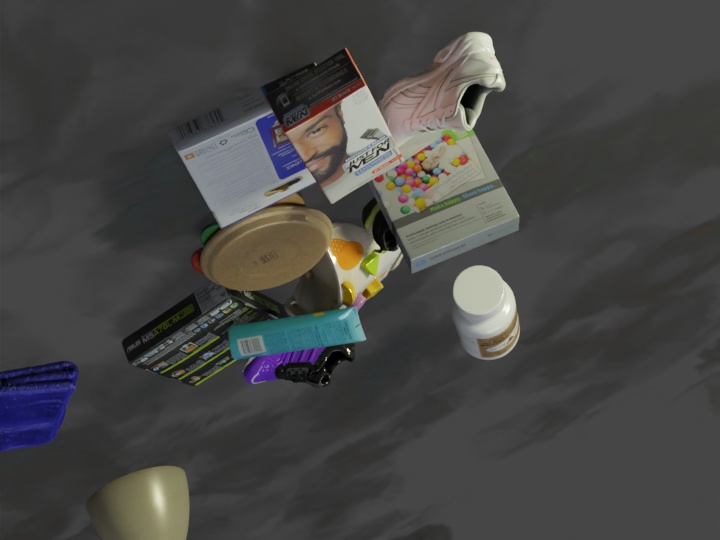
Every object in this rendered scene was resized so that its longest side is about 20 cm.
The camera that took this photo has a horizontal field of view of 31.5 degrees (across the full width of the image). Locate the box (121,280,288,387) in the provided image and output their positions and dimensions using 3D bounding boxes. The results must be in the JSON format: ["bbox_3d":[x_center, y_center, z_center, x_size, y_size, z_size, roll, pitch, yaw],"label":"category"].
[{"bbox_3d":[-0.233,0.096,1.950,0.199,0.048,0.193,-33,156,14],"label":"box"}]

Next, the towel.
[{"bbox_3d":[-0.507,0.212,1.923,0.146,0.050,0.201,-10,151,-29],"label":"towel"}]

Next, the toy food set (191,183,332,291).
[{"bbox_3d":[-0.135,-0.037,1.771,0.197,0.049,0.199,-32,150,20],"label":"toy food set"}]

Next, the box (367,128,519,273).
[{"bbox_3d":[0.096,-0.113,1.659,0.154,0.201,0.041,-21,152,-7],"label":"box"}]

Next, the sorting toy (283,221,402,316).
[{"bbox_3d":[0.000,0.000,1.942,0.179,0.107,0.201,-30,161,-34],"label":"sorting toy"}]

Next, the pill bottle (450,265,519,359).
[{"bbox_3d":[0.215,0.071,2.215,0.113,0.115,0.200,-25,154,0],"label":"pill bottle"}]

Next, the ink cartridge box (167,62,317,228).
[{"bbox_3d":[-0.118,-0.152,1.582,0.196,0.047,0.200,-26,156,-3],"label":"ink cartridge box"}]

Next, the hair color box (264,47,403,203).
[{"bbox_3d":[-0.027,-0.167,1.521,0.110,0.064,0.200,-30,154,3],"label":"hair color box"}]

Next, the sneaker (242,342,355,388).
[{"bbox_3d":[-0.098,0.156,2.115,0.198,0.100,0.070,-25,153,0],"label":"sneaker"}]

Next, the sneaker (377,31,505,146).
[{"bbox_3d":[0.097,-0.206,1.602,0.200,0.100,0.078,-39,151,28],"label":"sneaker"}]

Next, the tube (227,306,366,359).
[{"bbox_3d":[-0.095,0.094,1.888,0.198,0.051,0.078,-8,143,9],"label":"tube"}]

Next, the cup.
[{"bbox_3d":[-0.406,0.482,2.417,0.198,0.144,0.201,-19,154,-10],"label":"cup"}]

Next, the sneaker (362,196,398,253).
[{"bbox_3d":[0.081,-0.096,1.815,0.071,0.083,0.200,0,145,-42],"label":"sneaker"}]
